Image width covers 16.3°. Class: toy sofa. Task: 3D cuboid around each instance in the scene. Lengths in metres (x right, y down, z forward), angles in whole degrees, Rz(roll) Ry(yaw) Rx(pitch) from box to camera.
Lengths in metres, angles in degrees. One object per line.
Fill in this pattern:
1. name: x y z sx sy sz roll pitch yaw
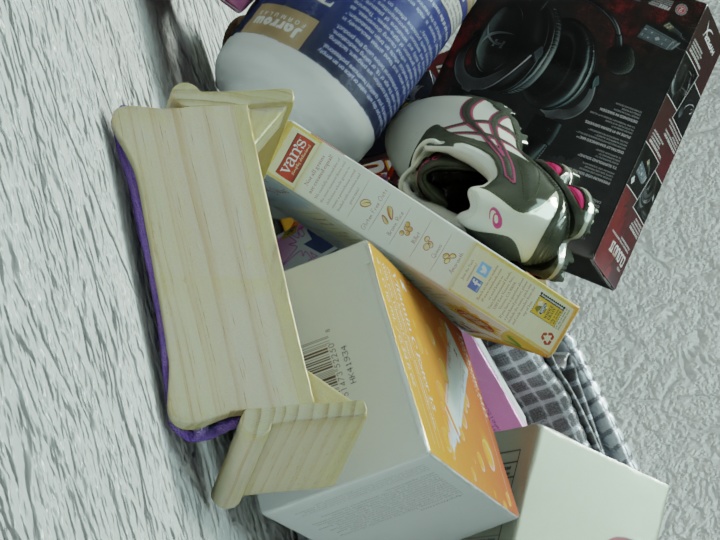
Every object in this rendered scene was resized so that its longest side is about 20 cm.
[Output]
1. toy sofa: -0.069 0.011 1.247 0.083 0.097 0.200 114 -33 -57

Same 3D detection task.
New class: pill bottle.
1. pill bottle: -0.020 -0.134 1.552 0.111 0.200 0.111 31 -21 13

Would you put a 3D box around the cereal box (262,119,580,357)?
1. cereal box: 0.015 -0.021 1.431 0.200 0.040 0.144 33 -5 -16

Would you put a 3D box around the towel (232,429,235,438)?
1. towel: -0.048 0.082 1.463 0.200 0.031 0.149 47 25 -64

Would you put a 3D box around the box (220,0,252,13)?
1. box: -0.047 -0.274 1.598 0.097 0.200 0.176 38 8 -5

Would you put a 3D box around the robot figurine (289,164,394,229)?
1. robot figurine: 0.000 0.002 1.749 0.117 0.144 0.200 61 -13 8

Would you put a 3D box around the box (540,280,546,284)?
1. box: 0.067 0.070 2.009 0.021 0.200 0.164 44 -23 47

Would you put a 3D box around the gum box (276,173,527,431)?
1. gum box: 0.016 0.053 1.614 0.200 0.113 0.066 60 5 -5

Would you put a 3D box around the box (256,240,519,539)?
1. box: 0.004 0.080 1.384 0.200 0.097 0.125 42 29 -68

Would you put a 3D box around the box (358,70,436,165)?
1. box: -0.015 -0.096 1.777 0.200 0.157 0.051 -51 124 -86

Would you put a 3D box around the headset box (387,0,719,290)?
1. headset box: 0.122 -0.092 1.599 0.200 0.149 0.077 -64 158 -9

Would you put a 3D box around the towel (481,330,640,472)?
1. towel: 0.074 0.127 1.714 0.166 0.200 0.086 65 23 -5

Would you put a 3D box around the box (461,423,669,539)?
1. box: 0.090 0.208 1.509 0.128 0.109 0.200 -17 -128 57

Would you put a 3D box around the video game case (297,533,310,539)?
1. video game case: -0.014 0.200 1.636 0.143 0.018 0.200 -102 175 -48

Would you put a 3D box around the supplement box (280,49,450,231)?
1. supplement box: 0.036 -0.063 2.044 0.200 0.197 0.133 64 6 -71

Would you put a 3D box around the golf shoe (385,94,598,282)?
1. golf shoe: 0.059 -0.064 1.489 0.200 0.088 0.077 37 -73 54

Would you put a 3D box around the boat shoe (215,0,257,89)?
1. boat shoe: -0.047 -0.149 1.736 0.202 0.075 0.075 -151 -106 -77
